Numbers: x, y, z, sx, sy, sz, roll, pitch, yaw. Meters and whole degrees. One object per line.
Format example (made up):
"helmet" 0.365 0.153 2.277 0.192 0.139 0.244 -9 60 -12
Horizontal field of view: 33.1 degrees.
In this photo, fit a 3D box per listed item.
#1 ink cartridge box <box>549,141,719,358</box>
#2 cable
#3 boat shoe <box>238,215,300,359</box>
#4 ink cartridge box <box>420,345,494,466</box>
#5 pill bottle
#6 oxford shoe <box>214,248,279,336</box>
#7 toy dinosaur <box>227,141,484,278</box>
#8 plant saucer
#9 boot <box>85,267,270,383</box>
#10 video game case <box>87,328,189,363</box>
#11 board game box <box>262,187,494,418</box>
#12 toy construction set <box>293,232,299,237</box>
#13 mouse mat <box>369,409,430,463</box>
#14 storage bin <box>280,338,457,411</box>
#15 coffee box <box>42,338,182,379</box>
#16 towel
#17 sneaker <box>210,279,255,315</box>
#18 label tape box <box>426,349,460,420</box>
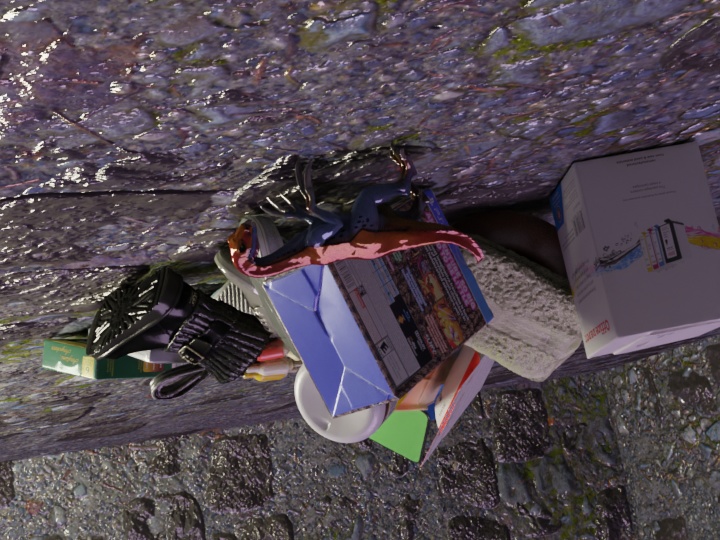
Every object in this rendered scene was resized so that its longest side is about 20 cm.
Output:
"ink cartridge box" 0.314 -0.019 1.354 0.144 0.201 0.147 -10 169 -5
"cable" -0.169 0.125 1.549 0.199 0.050 0.097 -17 148 -18
"boat shoe" -0.078 0.012 1.308 0.065 0.074 0.202 -32 132 -13
"ink cartridge box" 0.131 0.147 1.623 0.200 0.050 0.161 -42 158 -49
"pill bottle" 0.013 0.106 1.385 0.109 0.110 0.200 -18 -168 31
"oxford shoe" -0.103 0.039 1.410 0.058 0.075 0.200 -41 134 12
"toy dinosaur" -0.021 -0.036 1.103 0.181 0.200 0.105 -41 155 -10
"plant saucer" 0.177 0.018 1.486 0.200 0.201 0.037 -17 -148 24
"boot" -0.225 0.084 1.470 0.158 0.080 0.211 31 144 -31
"video game case" -0.242 0.103 1.648 0.199 0.023 0.182 5 -177 -38
"board game box" 0.023 0.031 1.251 0.097 0.160 0.200 -22 -172 41
"toy construction set" 0.000 0.000 1.410 0.199 0.093 0.131 1 -172 -21
"mouse mat" 0.009 0.205 1.781 0.199 0.008 0.161 28 147 14
"storage bin" 0.005 0.107 1.668 0.199 0.094 0.198 27 -173 25
"coffee box" -0.333 0.123 1.713 0.123 0.044 0.200 8 -177 40
"towel" 0.177 0.048 1.452 0.199 0.037 0.149 29 123 -10
"sneaker" -0.140 0.030 1.532 0.200 0.074 0.082 -25 -167 34
"label tape box" 0.082 0.129 1.836 0.144 0.201 0.063 -6 171 -27
